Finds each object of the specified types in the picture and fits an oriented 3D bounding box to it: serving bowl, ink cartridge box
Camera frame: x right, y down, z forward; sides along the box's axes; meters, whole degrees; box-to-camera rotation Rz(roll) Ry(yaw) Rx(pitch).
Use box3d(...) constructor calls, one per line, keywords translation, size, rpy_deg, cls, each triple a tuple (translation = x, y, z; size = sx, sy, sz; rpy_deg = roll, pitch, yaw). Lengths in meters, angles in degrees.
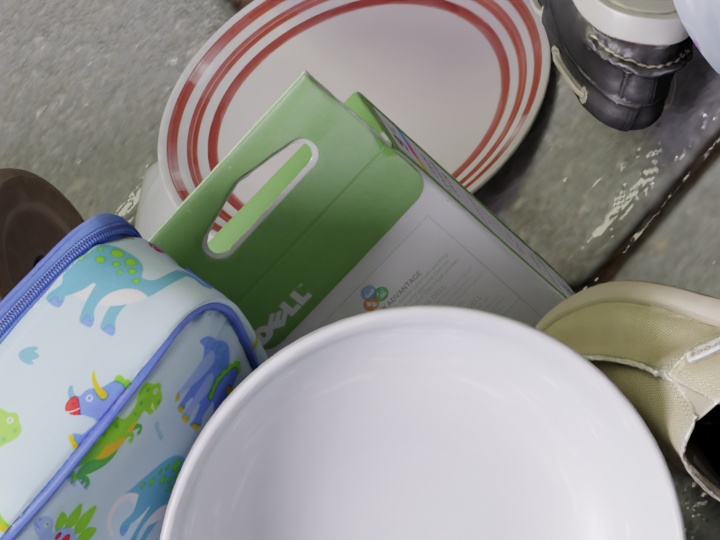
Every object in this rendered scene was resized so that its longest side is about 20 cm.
box3d(translation=(0.020, 0.110, 1.038), size=(0.201, 0.200, 0.066), rpy_deg=(-52, 10, 0), cls="serving bowl")
box3d(translation=(0.000, 0.000, 1.137), size=(0.104, 0.200, 0.059), rpy_deg=(-45, 34, 8), cls="ink cartridge box")

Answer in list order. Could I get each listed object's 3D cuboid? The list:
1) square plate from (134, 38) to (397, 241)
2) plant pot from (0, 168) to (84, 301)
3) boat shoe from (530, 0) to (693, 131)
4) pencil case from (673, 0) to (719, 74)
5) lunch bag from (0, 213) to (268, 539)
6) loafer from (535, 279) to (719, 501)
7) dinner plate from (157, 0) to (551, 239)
box3d(translation=(-0.054, -0.017, 1.373), size=(0.197, 0.028, 0.201), rpy_deg=(-26, 41, 34), cls="square plate")
box3d(translation=(-0.221, 0.032, 1.390), size=(0.174, 0.200, 0.201), rpy_deg=(-21, 43, 25), cls="plant pot")
box3d(translation=(0.110, -0.130, 1.253), size=(0.200, 0.073, 0.061), rpy_deg=(-106, 24, -58), cls="boat shoe")
box3d(translation=(0.219, -0.129, 1.104), size=(0.199, 0.083, 0.091), rpy_deg=(-4, 42, 48), cls="pencil case")
box3d(translation=(-0.099, 0.081, 1.057), size=(0.082, 0.200, 0.161), rpy_deg=(34, 75, 24), cls="lunch bag")
box3d(translation=(0.133, 0.051, 1.045), size=(0.199, 0.076, 0.069), rpy_deg=(-3, 51, 48), cls="loafer")
box3d(translation=(-0.002, -0.078, 1.328), size=(0.199, 0.024, 0.201), rpy_deg=(-12, 48, 13), cls="dinner plate")
